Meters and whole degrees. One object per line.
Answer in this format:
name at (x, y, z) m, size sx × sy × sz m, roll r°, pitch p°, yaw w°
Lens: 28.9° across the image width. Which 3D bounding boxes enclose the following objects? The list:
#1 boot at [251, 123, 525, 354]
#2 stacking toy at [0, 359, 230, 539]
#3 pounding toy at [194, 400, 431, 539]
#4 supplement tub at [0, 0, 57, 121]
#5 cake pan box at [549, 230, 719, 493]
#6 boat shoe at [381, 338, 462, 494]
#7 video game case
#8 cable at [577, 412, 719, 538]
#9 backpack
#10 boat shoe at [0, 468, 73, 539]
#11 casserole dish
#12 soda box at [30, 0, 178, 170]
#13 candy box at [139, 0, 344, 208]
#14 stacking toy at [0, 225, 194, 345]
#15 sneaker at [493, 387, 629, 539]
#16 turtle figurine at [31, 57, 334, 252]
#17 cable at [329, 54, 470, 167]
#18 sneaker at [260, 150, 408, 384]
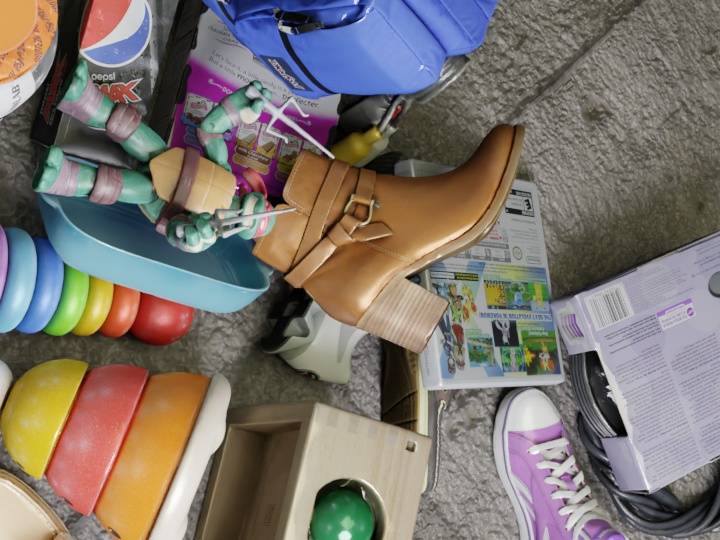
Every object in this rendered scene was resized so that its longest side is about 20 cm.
boot at (0.024, -0.054, 1.063) m, size 0.155 × 0.077 × 0.200 m, roll 30°, pitch 89°, yaw 5°
stacking toy at (-0.203, 0.110, 0.994) m, size 0.199 × 0.146 × 0.147 m, roll 22°, pitch 71°, yaw -5°
pounding toy at (-0.018, 0.204, 1.019) m, size 0.142 × 0.200 × 0.185 m, roll 20°, pitch 74°, yaw -26°
supplement tub at (-0.275, -0.149, 0.926) m, size 0.122 × 0.200 × 0.123 m, roll 4°, pitch 81°, yaw -29°
cake pan box at (0.281, 0.079, 1.246) m, size 0.200 × 0.052 × 0.185 m, roll -23°, pitch 89°, yaw -25°
boat shoe at (0.057, 0.085, 1.152) m, size 0.065 × 0.073 × 0.201 m, roll 3°, pitch 81°, yaw -24°
video game case at (0.103, 0.007, 1.170) m, size 0.200 × 0.022 × 0.183 m, roll 4°, pitch 75°, yaw -53°
cable at (0.286, 0.162, 1.283) m, size 0.163 × 0.051 × 0.200 m, roll -35°, pitch 101°, yaw -28°
backpack at (-0.026, -0.213, 0.997) m, size 0.163 × 0.199 × 0.168 m, roll 48°, pitch 57°, yaw -45°
boat shoe at (-0.213, 0.225, 0.982) m, size 0.074 × 0.069 × 0.200 m, roll -37°, pitch 101°, yaw -28°
casserole dish at (-0.156, -0.022, 1.029) m, size 0.200 × 0.121 × 0.039 m, roll 18°, pitch 116°, yaw -35°
soda box at (-0.180, -0.180, 1.026) m, size 0.063 × 0.071 × 0.201 m, roll 14°, pitch 94°, yaw -29°
candy box at (-0.084, -0.151, 1.114) m, size 0.136 × 0.061 × 0.201 m, roll 21°, pitch 73°, yaw -25°
stacking toy at (-0.212, 0.013, 1.014) m, size 0.199 × 0.085 × 0.086 m, roll 11°, pitch 77°, yaw -34°
sneaker at (0.181, 0.194, 1.184) m, size 0.072 × 0.114 × 0.201 m, roll -13°, pitch 88°, yaw -29°
turtle figurine at (-0.121, -0.065, 0.981) m, size 0.199 × 0.101 × 0.150 m, roll 19°, pitch 49°, yaw -20°
cable at (0.038, -0.130, 1.103) m, size 0.097 × 0.200 × 0.050 m, roll -42°, pitch 103°, yaw -35°
sneaker at (0.000, 0.000, 1.138) m, size 0.088 × 0.074 × 0.200 m, roll 35°, pitch 75°, yaw -25°
